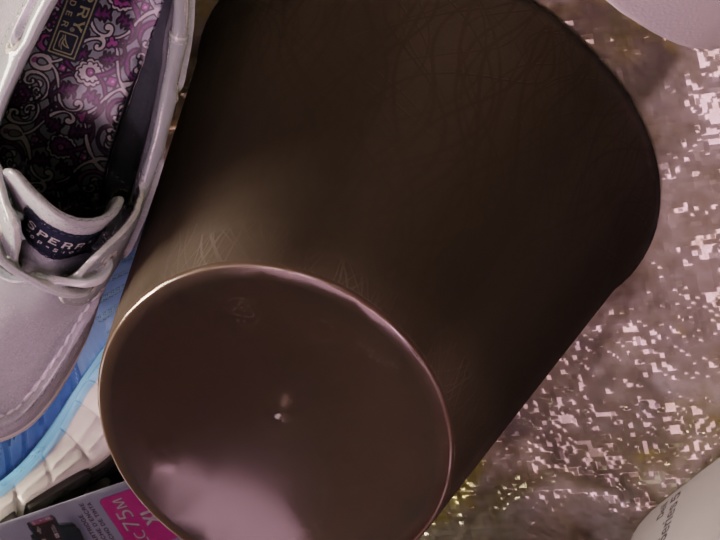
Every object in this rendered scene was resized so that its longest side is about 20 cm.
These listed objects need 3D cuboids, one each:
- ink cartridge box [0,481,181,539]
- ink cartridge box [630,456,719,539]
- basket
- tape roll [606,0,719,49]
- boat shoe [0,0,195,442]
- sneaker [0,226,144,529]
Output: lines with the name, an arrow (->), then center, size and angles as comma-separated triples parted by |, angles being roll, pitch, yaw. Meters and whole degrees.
ink cartridge box -> -0.149, 0.141, 0.909 | 0.042, 0.199, 0.120 | 54, 138, 26
ink cartridge box -> 0.185, 0.170, 0.919 | 0.200, 0.146, 0.084 | 39, 125, -7
basket -> 0.000, 0.000, 0.848 | 0.180, 0.200, 0.136 | 28, 123, -1
tape roll -> 0.107, -0.181, 0.713 | 0.139, 0.203, 0.203 | -31, 106, 29
boat shoe -> -0.099, -0.029, 0.795 | 0.070, 0.072, 0.202 | 12, 110, -19
sneaker -> -0.124, 0.055, 0.955 | 0.090, 0.200, 0.078 | 41, 169, 23
